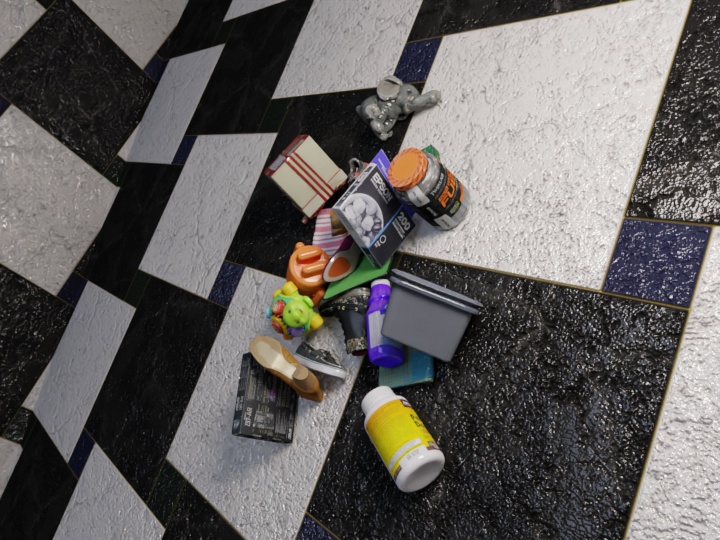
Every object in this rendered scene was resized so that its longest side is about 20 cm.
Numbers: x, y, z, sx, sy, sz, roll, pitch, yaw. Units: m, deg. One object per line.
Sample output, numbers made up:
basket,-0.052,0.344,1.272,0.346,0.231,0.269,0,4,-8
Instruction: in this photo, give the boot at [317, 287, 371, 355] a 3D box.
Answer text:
boot,-0.038,0.137,1.323,0.202,0.073,0.156,-23,64,47

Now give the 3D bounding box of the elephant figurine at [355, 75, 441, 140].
elephant figurine,0.102,-0.468,1.481,0.199,0.156,0.142,-39,3,7

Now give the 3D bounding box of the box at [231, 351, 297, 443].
box,-0.235,0.323,1.345,0.043,0.159,0.203,-22,56,42

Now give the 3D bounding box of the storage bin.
storage bin,0.137,0.095,1.116,0.197,0.146,0.136,22,95,7

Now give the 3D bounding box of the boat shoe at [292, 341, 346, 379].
boat shoe,-0.104,0.225,1.343,0.198,0.068,0.057,10,75,47

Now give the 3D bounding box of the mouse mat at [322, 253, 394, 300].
mouse mat,0.000,0.000,1.335,0.198,0.008,0.162,-24,23,27

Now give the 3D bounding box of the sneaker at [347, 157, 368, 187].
sneaker,-0.009,-0.227,1.473,0.076,0.081,0.203,-27,53,30

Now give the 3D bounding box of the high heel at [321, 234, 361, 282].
high heel,-0.042,-0.038,1.383,0.200,0.068,0.096,-41,19,-26

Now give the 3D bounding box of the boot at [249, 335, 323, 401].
boot,-0.185,0.253,1.322,0.199,0.145,0.071,28,63,27

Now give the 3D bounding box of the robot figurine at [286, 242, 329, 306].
robot figurine,-0.140,0.010,1.419,0.117,0.143,0.200,-57,-1,-24

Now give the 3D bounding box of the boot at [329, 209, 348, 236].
boot,-0.008,-0.129,1.382,0.201,0.141,0.072,-144,49,-83

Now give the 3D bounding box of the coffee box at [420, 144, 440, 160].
coffee box,0.120,-0.228,1.381,0.198,0.044,0.125,-26,53,31

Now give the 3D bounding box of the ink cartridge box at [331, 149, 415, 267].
ink cartridge box,0.051,-0.145,1.254,0.043,0.199,0.201,13,59,50

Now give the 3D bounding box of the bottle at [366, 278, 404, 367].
bottle,0.053,0.117,1.213,0.065,0.083,0.203,-31,48,36

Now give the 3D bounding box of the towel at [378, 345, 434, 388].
towel,0.103,0.167,1.214,0.145,0.022,0.203,-20,55,34

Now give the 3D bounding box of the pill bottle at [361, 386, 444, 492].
pill bottle,0.078,0.337,1.085,0.110,0.109,0.200,-49,45,11

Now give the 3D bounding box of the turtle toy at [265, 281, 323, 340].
turtle toy,-0.176,0.114,1.366,0.101,0.146,0.200,-43,5,-30

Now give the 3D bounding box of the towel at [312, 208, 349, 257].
towel,-0.087,-0.093,1.516,0.145,0.030,0.203,-9,64,41

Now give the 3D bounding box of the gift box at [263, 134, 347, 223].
gift box,-0.155,-0.259,1.523,0.185,0.187,0.200,-45,24,2

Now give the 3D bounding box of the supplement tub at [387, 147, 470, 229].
supplement tub,0.156,-0.187,1.213,0.121,0.199,0.124,-20,57,34
